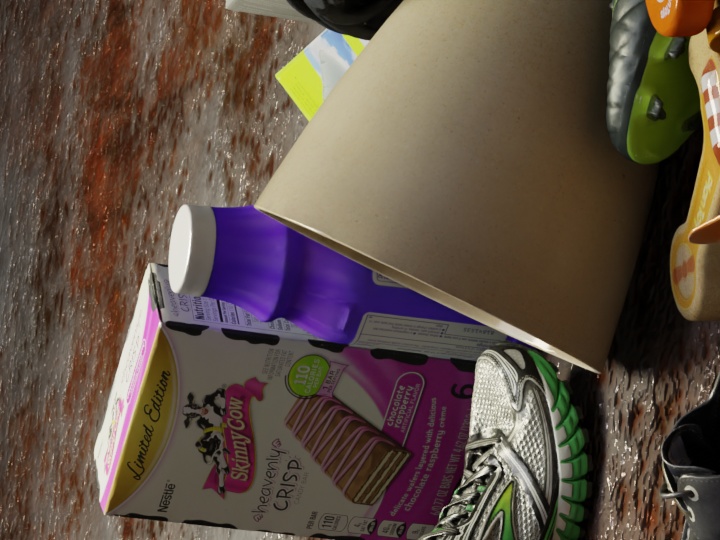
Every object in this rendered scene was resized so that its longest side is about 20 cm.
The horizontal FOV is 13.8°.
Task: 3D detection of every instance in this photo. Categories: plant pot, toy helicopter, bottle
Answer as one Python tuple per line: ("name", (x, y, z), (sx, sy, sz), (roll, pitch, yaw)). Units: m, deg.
("plant pot", (0.074, -0.080, 1.437), (0.200, 0.187, 0.187), (-65, 17, -1))
("toy helicopter", (0.168, -0.048, 1.288), (0.200, 0.079, 0.132), (98, 160, -44))
("bottle", (0.000, 0.000, 1.565), (0.084, 0.199, 0.065), (-103, 25, -46))

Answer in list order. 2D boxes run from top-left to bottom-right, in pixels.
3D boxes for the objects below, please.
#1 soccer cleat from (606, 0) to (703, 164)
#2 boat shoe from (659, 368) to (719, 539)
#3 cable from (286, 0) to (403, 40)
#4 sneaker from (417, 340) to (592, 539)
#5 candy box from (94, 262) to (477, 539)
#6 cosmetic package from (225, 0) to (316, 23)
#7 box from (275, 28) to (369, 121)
("soccer cleat", (0.142, -0.149, 1.364), (0.081, 0.067, 0.201), (14, 90, 43))
("boat shoe", (0.158, 0.077, 1.239), (0.070, 0.066, 0.200), (-103, 27, -50))
("cable", (0.031, -0.184, 1.452), (0.051, 0.163, 0.200), (49, 172, 22))
("sneaker", (0.065, 0.133, 1.490), (0.078, 0.085, 0.201), (148, 128, -68))
("candy box", (-0.036, 0.078, 1.648), (0.061, 0.199, 0.137), (-106, 28, -54))
("cosmetic package", (-0.009, -0.218, 1.858), (0.200, 0.106, 0.091), (147, 130, -66))
("box", (0.032, -0.099, 1.663), (0.122, 0.048, 0.200), (53, 158, -1))
